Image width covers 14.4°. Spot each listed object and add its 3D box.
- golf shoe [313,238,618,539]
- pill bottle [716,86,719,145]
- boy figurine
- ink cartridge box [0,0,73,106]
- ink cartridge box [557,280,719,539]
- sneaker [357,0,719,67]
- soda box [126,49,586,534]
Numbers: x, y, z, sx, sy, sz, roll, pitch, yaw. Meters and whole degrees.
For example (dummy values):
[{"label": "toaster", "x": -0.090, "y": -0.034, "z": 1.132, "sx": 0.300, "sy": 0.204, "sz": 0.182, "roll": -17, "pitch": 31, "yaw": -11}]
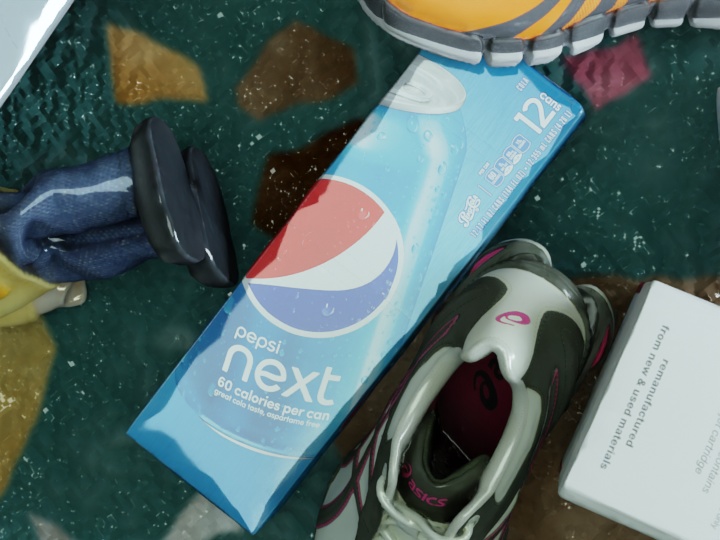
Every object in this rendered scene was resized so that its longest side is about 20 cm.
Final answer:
[{"label": "golf shoe", "x": 0.022, "y": 0.083, "z": 1.051, "sx": 0.077, "sy": 0.088, "sz": 0.200, "roll": 27, "pitch": 114, "yaw": 10}, {"label": "pill bottle", "x": 0.233, "y": -0.040, "z": 1.032, "sx": 0.200, "sy": 0.113, "sz": 0.113, "roll": -9, "pitch": 90, "yaw": 5}, {"label": "boy figurine", "x": -0.153, "y": 0.000, "z": 1.064, "sx": 0.200, "sy": 0.124, "sz": 0.064, "roll": -18, "pitch": 71, "yaw": 12}, {"label": "ink cartridge box", "x": -0.182, "y": -0.152, "z": 1.002, "sx": 0.200, "sy": 0.047, "sz": 0.160, "roll": 39, "pitch": 73, "yaw": -22}, {"label": "ink cartridge box", "x": 0.177, "y": 0.079, "z": 1.022, "sx": 0.200, "sy": 0.147, "sz": 0.083, "roll": 24, "pitch": 91, "yaw": 4}, {"label": "sneaker", "x": 0.098, "y": -0.137, "z": 1.016, "sx": 0.200, "sy": 0.112, "sz": 0.078, "roll": -9, "pitch": 59, "yaw": -19}, {"label": "soda box", "x": 0.000, "y": 0.000, "z": 1.076, "sx": 0.064, "sy": 0.068, "sz": 0.200, "roll": 38, "pitch": 94, "yaw": 3}]
